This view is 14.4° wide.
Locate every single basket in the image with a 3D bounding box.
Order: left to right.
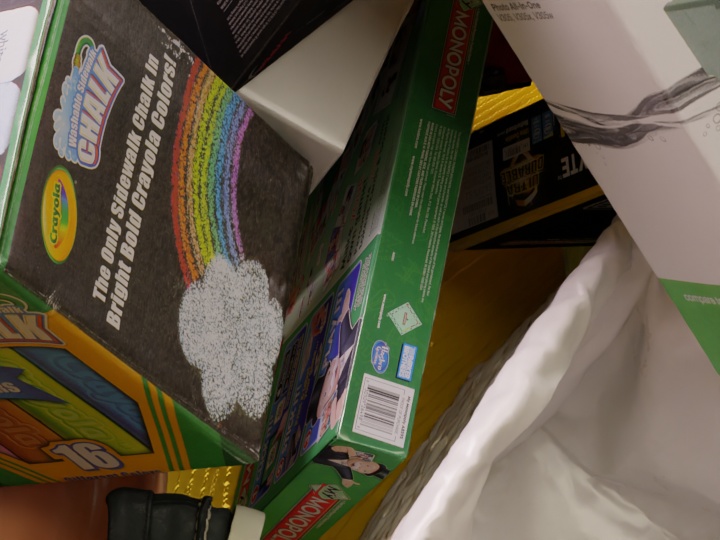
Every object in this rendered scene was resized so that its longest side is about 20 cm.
[{"bbox_3d":[0.104,0.124,1.059,0.200,0.161,0.198,37,59,-2],"label":"basket"}]

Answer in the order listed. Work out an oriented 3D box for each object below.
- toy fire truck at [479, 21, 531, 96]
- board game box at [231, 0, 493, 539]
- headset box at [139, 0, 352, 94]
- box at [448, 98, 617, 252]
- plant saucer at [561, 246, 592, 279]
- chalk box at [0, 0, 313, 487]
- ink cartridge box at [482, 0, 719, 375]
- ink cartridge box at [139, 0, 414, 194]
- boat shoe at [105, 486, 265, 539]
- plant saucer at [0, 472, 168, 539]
[{"bbox_3d":[0.108,-0.104,1.146,0.140,0.200,0.049,-11,93,-16],"label":"toy fire truck"},{"bbox_3d":[0.000,0.000,1.087,0.029,0.135,0.201,18,62,-12],"label":"board game box"},{"bbox_3d":[0.019,-0.166,0.990,0.075,0.149,0.200,49,59,2],"label":"headset box"},{"bbox_3d":[0.154,-0.046,1.113,0.199,0.160,0.050,-2,79,-27],"label":"box"},{"bbox_3d":[0.171,0.006,1.214,0.199,0.031,0.201,9,64,-18],"label":"plant saucer"},{"bbox_3d":[-0.125,-0.025,0.957,0.200,0.124,0.125,42,49,-46],"label":"chalk box"},{"bbox_3d":[0.141,-0.082,0.965,0.146,0.084,0.200,-41,110,-18],"label":"ink cartridge box"},{"bbox_3d":[-0.089,-0.117,1.096,0.199,0.147,0.146,28,59,-8],"label":"ink cartridge box"},{"bbox_3d":[-0.095,0.169,0.996,0.066,0.075,0.200,20,86,-3],"label":"boat shoe"},{"bbox_3d":[-0.170,0.066,1.045,0.199,0.037,0.201,8,66,-19],"label":"plant saucer"}]
